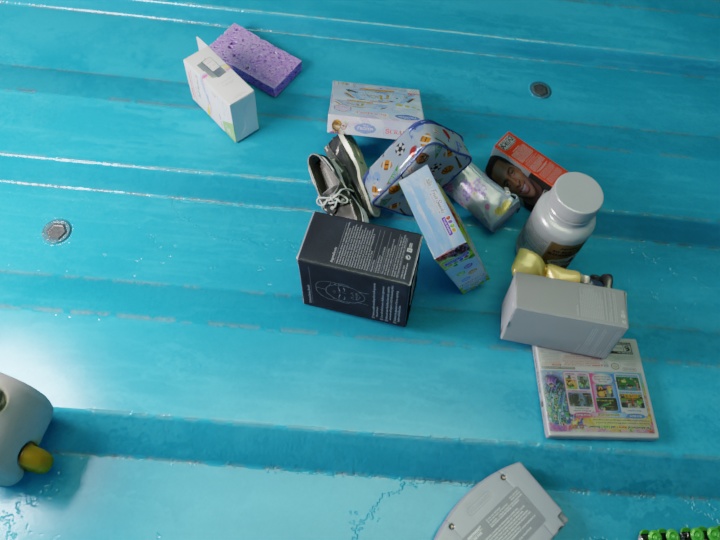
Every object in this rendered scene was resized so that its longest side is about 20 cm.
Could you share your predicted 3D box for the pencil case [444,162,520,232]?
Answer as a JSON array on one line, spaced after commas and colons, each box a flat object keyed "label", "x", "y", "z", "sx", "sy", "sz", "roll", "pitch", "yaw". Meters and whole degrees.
[{"label": "pencil case", "x": 0.226, "y": -0.168, "z": 1.269, "sx": 0.083, "sy": 0.091, "sz": 0.200, "roll": -39, "pitch": 70, "yaw": -24}]

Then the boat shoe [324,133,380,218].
[{"label": "boat shoe", "x": -0.015, "y": -0.186, "z": 1.281, "sx": 0.067, "sy": 0.072, "sz": 0.202, "roll": -31, "pitch": 70, "yaw": 20}]

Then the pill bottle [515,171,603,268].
[{"label": "pill bottle", "x": 0.370, "y": -0.085, "z": 1.172, "sx": 0.112, "sy": 0.201, "sz": 0.116, "roll": 2, "pitch": 60, "yaw": -4}]

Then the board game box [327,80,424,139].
[{"label": "board game box", "x": 0.032, "y": -0.339, "z": 1.331, "sx": 0.196, "sy": 0.042, "sz": 0.201, "roll": 6, "pitch": 35, "yaw": -2}]

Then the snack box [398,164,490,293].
[{"label": "snack box", "x": 0.155, "y": -0.070, "z": 1.142, "sx": 0.067, "sy": 0.200, "sz": 0.171, "roll": -27, "pitch": 64, "yaw": 11}]

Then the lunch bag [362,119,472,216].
[{"label": "lunch bag", "x": 0.107, "y": -0.188, "z": 1.204, "sx": 0.159, "sy": 0.200, "sz": 0.076, "roll": 8, "pitch": 51, "yaw": -46}]

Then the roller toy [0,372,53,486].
[{"label": "roller toy", "x": -0.558, "y": 0.230, "z": 0.912, "sx": 0.180, "sy": 0.201, "sz": 0.142, "roll": -3, "pitch": 55, "yaw": 28}]

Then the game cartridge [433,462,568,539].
[{"label": "game cartridge", "x": 0.211, "y": 0.400, "z": 0.976, "sx": 0.199, "sy": 0.041, "sz": 0.134, "roll": -33, "pitch": 72, "yaw": -22}]

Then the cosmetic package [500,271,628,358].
[{"label": "cosmetic package", "x": 0.353, "y": 0.079, "z": 1.107, "sx": 0.197, "sy": 0.108, "sz": 0.091, "roll": 14, "pitch": 53, "yaw": 2}]

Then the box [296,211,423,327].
[{"label": "box", "x": 0.000, "y": 0.000, "z": 1.108, "sx": 0.197, "sy": 0.149, "sz": 0.108, "roll": 13, "pitch": 59, "yaw": 7}]

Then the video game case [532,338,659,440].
[{"label": "video game case", "x": 0.411, "y": 0.206, "z": 1.114, "sx": 0.196, "sy": 0.024, "sz": 0.185, "roll": 3, "pitch": 61, "yaw": -5}]

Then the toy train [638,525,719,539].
[{"label": "toy train", "x": 0.532, "y": 0.433, "z": 0.988, "sx": 0.196, "sy": 0.042, "sz": 0.057, "roll": 0, "pitch": 70, "yaw": -6}]

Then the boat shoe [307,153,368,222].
[{"label": "boat shoe", "x": -0.047, "y": -0.140, "z": 1.216, "sx": 0.073, "sy": 0.068, "sz": 0.202, "roll": -26, "pitch": 74, "yaw": 17}]

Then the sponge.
[{"label": "sponge", "x": -0.242, "y": -0.481, "z": 1.434, "sx": 0.198, "sy": 0.030, "sz": 0.112, "roll": 31, "pitch": 62, "yaw": 12}]

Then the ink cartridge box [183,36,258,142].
[{"label": "ink cartridge box", "x": -0.302, "y": -0.380, "z": 1.320, "sx": 0.067, "sy": 0.118, "sz": 0.200, "roll": -37, "pitch": 70, "yaw": -21}]

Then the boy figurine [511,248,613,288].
[{"label": "boy figurine", "x": 0.359, "y": 0.013, "z": 1.160, "sx": 0.197, "sy": 0.124, "sz": 0.066, "roll": 16, "pitch": 82, "yaw": -15}]

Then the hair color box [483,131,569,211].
[{"label": "hair color box", "x": 0.353, "y": -0.181, "z": 1.283, "sx": 0.199, "sy": 0.102, "sz": 0.061, "roll": 39, "pitch": 64, "yaw": 17}]
